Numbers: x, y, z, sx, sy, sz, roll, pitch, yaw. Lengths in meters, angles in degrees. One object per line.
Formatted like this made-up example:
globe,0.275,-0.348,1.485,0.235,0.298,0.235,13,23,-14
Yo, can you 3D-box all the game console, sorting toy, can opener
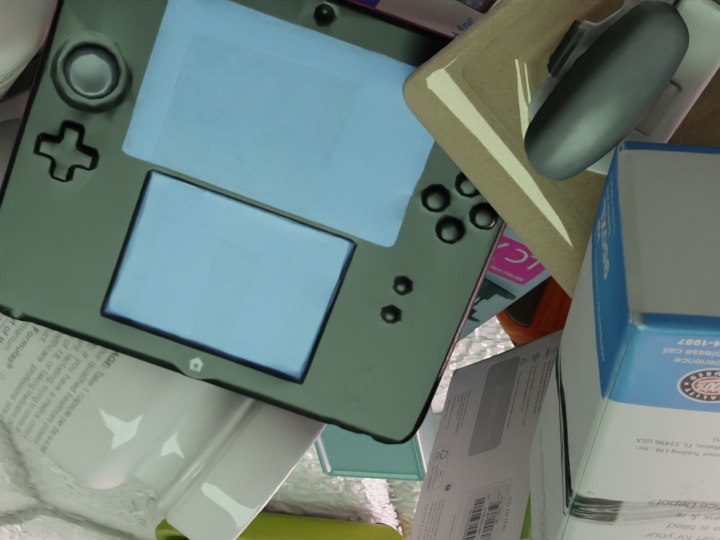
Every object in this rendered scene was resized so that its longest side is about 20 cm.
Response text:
game console,-0.041,-0.033,0.712,0.199,0.031,0.177,20,106,-6
sorting toy,0.145,-0.067,0.677,0.200,0.037,0.185,-37,112,16
can opener,0.127,-0.113,0.600,0.053,0.067,0.200,28,108,-13

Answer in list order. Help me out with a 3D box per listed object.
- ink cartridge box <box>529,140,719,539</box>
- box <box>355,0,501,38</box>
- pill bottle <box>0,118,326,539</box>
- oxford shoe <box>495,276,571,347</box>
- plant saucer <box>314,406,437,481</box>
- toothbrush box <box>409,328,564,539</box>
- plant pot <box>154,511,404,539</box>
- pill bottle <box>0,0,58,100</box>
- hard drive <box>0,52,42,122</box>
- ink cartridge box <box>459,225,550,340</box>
ink cartridge box,0.148,0.051,0.650,0.144,0.084,0.200,4,142,-3
box,0.081,-0.097,0.724,0.199,0.042,0.119,26,142,-14
pill bottle,-0.115,0.034,0.800,0.200,0.114,0.114,39,141,-2
oxford shoe,0.168,0.028,0.851,0.199,0.072,0.073,7,154,21
plant saucer,-0.003,0.053,0.860,0.070,0.019,0.200,2,145,11
toothbrush box,0.124,0.146,0.838,0.200,0.146,0.086,40,139,-27
plant pot,-0.053,0.270,1.138,0.198,0.182,0.200,4,144,13
pill bottle,-0.219,-0.087,0.762,0.113,0.113,0.200,27,142,-20
hard drive,-0.072,-0.043,0.851,0.132,0.026,0.200,-18,134,35
ink cartridge box,0.000,0.000,0.832,0.119,0.042,0.200,24,146,-21
